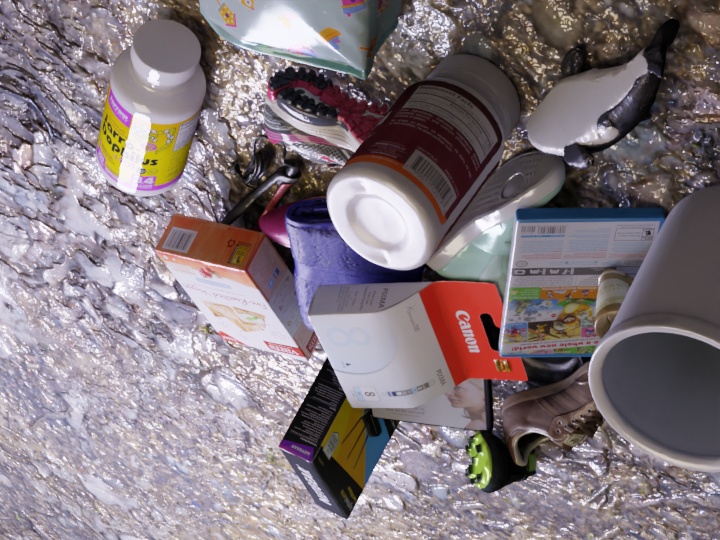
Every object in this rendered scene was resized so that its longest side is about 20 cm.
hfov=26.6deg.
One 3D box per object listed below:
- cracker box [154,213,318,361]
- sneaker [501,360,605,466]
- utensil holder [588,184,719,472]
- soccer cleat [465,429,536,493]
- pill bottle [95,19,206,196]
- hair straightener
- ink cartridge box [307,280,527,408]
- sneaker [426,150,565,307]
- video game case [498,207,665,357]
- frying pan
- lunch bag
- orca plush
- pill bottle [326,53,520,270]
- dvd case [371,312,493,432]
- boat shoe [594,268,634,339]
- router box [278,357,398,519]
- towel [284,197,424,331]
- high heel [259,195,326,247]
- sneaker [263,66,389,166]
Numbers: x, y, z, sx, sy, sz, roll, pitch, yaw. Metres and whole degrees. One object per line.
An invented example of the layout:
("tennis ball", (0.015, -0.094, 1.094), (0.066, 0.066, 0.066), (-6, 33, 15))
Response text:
("cracker box", (-0.138, 0.022, 1.785), (0.133, 0.058, 0.201), (12, 153, 31))
("sneaker", (0.234, 0.150, 1.601), (0.070, 0.076, 0.199), (22, 145, -37))
("utensil holder", (0.313, 0.046, 1.342), (0.168, 0.201, 0.171), (19, 139, 17))
("soccer cleat", (0.160, 0.213, 1.711), (0.080, 0.069, 0.200), (0, 175, 2))
("pill bottle", (-0.226, -0.177, 1.650), (0.104, 0.105, 0.201), (33, 143, 6))
("hair straightener", (-0.122, -0.093, 1.701), (0.077, 0.041, 0.200), (40, 149, -1))
("ink cartridge box", (0.061, 0.081, 1.591), (0.197, 0.048, 0.161), (-1, 138, 22))
("sneaker", (0.165, -0.037, 1.507), (0.118, 0.074, 0.200), (33, 138, -16))
("video game case", (0.214, 0.015, 1.497), (0.141, 0.018, 0.201), (-1, 137, -2))
("frying pan", (0.202, 0.110, 1.653), (0.114, 0.031, 0.191), (6, 142, 34))
("lunch bag", (-0.065, -0.288, 1.386), (0.198, 0.123, 0.172), (18, 140, 16))
("orca plush", (0.229, -0.156, 1.347), (0.200, 0.070, 0.106), (-51, 46, 49))
("pill bottle", (0.063, -0.105, 1.402), (0.113, 0.200, 0.115), (22, 140, 20))
("dvd case", (0.073, 0.105, 1.666), (0.141, 0.018, 0.201), (6, 138, 13))
("boat shoe", (0.308, 0.067, 1.486), (0.199, 0.064, 0.073), (28, 136, -23))
("router box", (-0.020, 0.186, 1.776), (0.051, 0.150, 0.201), (22, 160, 22))
("towel", (0.000, 0.000, 1.624), (0.146, 0.050, 0.201), (9, 143, 11))
("high heel", (-0.034, -0.079, 1.626), (0.198, 0.068, 0.097), (-4, 131, 27))
("sneaker", (-0.007, -0.131, 1.531), (0.199, 0.081, 0.075), (30, 135, 15))
